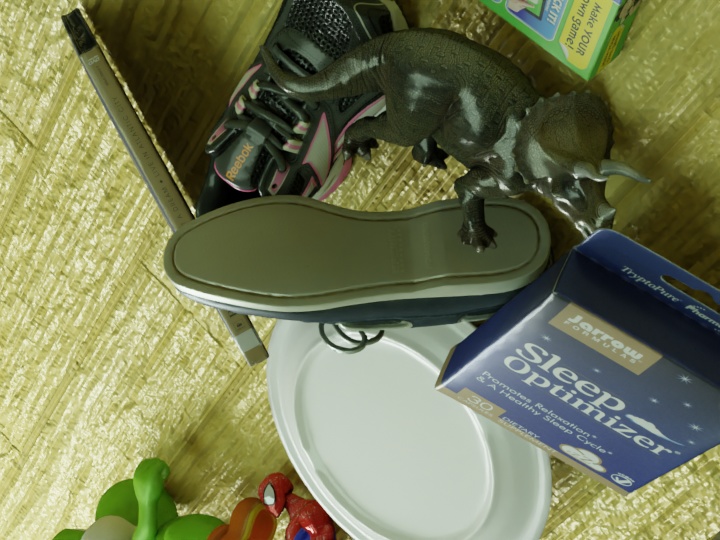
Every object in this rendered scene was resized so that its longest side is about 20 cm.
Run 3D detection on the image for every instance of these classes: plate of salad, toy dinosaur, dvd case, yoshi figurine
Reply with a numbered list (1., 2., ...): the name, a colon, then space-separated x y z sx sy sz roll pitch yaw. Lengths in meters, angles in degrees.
1. plate of salad: 0.030 0.089 1.244 0.200 0.048 0.201 20 126 30
2. toy dinosaur: 0.049 -0.077 1.041 0.200 0.077 0.102 36 136 11
3. dvd case: -0.115 -0.050 1.233 0.200 0.016 0.149 62 177 -19
4. yoshi figurine: -0.127 0.183 1.492 0.199 0.112 0.113 -2 90 37

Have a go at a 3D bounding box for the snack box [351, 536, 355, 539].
1. snack box: 0.036 0.198 1.363 0.072 0.024 0.201 12 131 44

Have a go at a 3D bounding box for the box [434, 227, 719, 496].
1. box: 0.124 0.050 1.058 0.121 0.032 0.200 30 153 -6

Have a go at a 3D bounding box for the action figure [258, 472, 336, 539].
1. action figure: -0.012 0.217 1.382 0.200 0.052 0.065 61 170 18

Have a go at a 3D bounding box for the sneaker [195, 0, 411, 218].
1. sneaker: -0.035 -0.078 1.120 0.080 0.086 0.200 37 144 14

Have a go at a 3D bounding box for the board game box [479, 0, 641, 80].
1. board game box: 0.081 -0.191 0.929 0.134 0.029 0.200 39 145 16

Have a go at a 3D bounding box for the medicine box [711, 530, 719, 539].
1. medicine box: 0.151 0.267 1.143 0.103 0.200 0.182 39 145 14

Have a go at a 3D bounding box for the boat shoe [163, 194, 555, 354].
1. boat shoe: 0.000 0.000 1.110 0.199 0.075 0.062 -6 147 2
